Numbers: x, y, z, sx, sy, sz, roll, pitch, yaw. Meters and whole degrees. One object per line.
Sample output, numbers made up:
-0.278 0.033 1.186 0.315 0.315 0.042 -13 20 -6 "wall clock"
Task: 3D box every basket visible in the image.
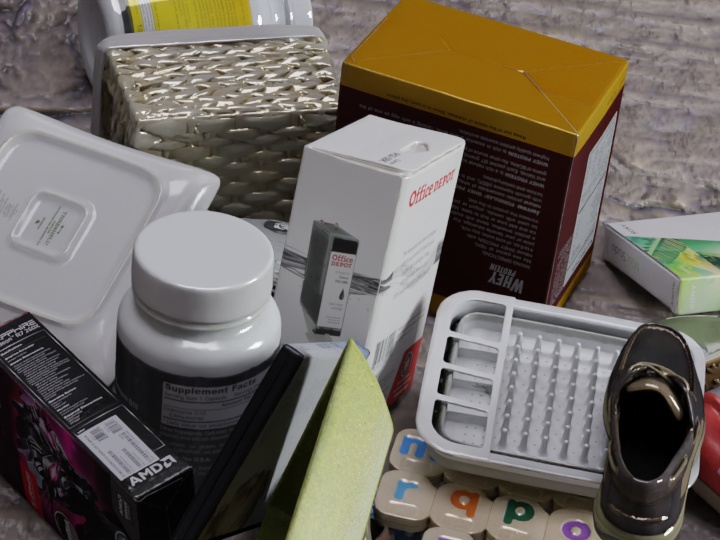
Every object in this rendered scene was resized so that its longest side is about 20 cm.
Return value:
-0.116 -0.113 1.848 0.198 0.136 0.124 -4 40 -16 "basket"

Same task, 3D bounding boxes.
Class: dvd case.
-0.055 0.111 1.452 0.017 0.143 0.200 31 5 11 "dvd case"

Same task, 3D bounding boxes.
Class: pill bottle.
-0.149 -0.221 2.015 0.198 0.113 0.112 -9 37 -22 "pill bottle"
-0.112 0.068 1.522 0.112 0.201 0.113 5 34 -3 "pill bottle"

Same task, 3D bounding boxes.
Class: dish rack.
0.142 0.097 1.582 0.198 0.044 0.172 10 40 4 "dish rack"

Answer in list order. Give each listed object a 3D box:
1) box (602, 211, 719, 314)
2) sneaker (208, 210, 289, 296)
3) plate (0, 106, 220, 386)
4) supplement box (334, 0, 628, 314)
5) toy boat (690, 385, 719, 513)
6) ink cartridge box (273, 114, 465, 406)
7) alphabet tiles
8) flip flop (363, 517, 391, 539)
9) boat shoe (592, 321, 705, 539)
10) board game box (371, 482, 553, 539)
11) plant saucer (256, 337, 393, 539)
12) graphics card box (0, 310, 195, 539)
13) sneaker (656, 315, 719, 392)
0.318 -0.011 1.831 0.198 0.037 0.144 -7 21 -18 "box"
-0.063 0.010 1.730 0.114 0.076 0.201 -3 34 -18 "sneaker"
-0.237 -0.028 1.710 0.198 0.032 0.201 19 66 18 "plate"
0.088 -0.080 1.772 0.196 0.201 0.133 18 36 16 "supplement box"
0.324 0.126 1.574 0.130 0.132 0.200 -20 45 -33 "toy boat"
0.000 0.000 1.614 0.082 0.202 0.147 17 17 16 "ink cartridge box"
0.112 0.163 1.543 0.198 0.015 0.196 12 35 7 "alphabet tiles"
-0.005 0.199 1.476 0.057 0.081 0.201 35 28 -39 "flip flop"
0.202 0.100 1.500 0.074 0.074 0.201 10 42 2 "boat shoe"
0.113 0.199 1.529 0.198 0.026 0.200 -11 38 -25 "board game box"
-0.036 0.178 1.360 0.048 0.200 0.201 22 48 -4 "plant saucer"
-0.181 0.131 1.483 0.051 0.126 0.200 -28 47 -29 "graphics card box"
0.226 0.077 1.702 0.198 0.068 0.090 -9 18 -9 "sneaker"
